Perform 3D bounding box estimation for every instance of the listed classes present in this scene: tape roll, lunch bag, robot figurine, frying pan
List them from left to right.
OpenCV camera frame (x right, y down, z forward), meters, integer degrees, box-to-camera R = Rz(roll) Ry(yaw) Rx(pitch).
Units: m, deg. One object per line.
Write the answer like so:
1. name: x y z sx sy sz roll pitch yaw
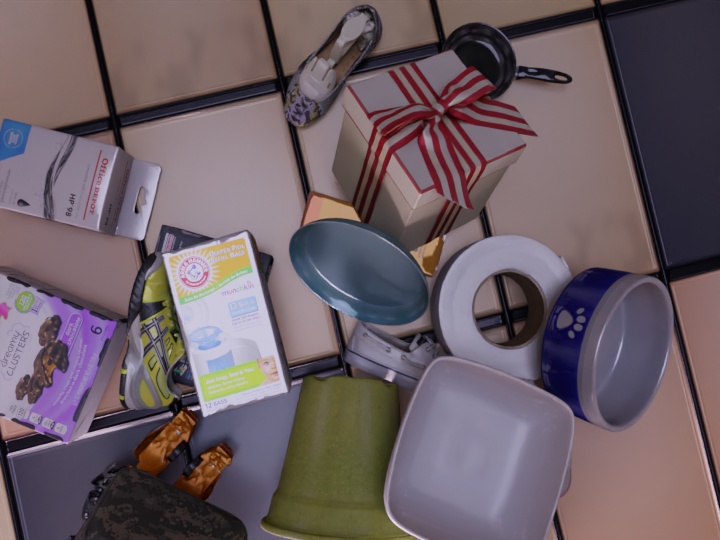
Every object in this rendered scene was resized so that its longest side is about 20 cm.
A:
1. lunch bag: -0.257 0.360 0.712 0.198 0.140 0.169 29 109 -11
2. robot figurine: -0.272 0.295 0.807 0.145 0.058 0.200 44 85 0
3. frying pan: 0.205 -0.308 0.873 0.186 0.031 0.117 -13 88 -7
4. tape roll: 0.199 0.053 0.838 0.198 0.071 0.207 0 87 -3

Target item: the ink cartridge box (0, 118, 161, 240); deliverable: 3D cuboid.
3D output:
1. ink cartridge box: -0.386 -0.120 0.814 0.196 0.067 0.118 13 86 -2

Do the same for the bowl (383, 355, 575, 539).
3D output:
1. bowl: 0.129 0.216 0.695 0.197 0.075 0.203 22 80 -6

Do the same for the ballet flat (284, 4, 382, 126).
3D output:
1. ballet flat: -0.041 -0.294 0.841 0.072 0.072 0.201 38 86 -1

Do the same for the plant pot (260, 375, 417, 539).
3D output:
1. plant pot: -0.020 0.235 0.771 0.196 0.201 0.188 5 76 -3

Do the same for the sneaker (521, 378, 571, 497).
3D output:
1. sneaker: 0.239 0.246 0.800 0.080 0.089 0.202 -28 117 3

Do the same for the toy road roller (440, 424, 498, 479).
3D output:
1. toy road roller: 0.121 0.289 0.799 0.145 0.123 0.201 -39 90 2

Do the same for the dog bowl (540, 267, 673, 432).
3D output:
1. dog bowl: 0.326 0.101 0.788 0.197 0.078 0.205 -10 106 -37

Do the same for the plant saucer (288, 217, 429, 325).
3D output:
1. plant saucer: 0.000 0.000 0.781 0.197 0.201 0.028 27 56 -1

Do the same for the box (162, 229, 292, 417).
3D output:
1. box: -0.163 0.063 0.755 0.110 0.101 0.204 -14 89 -5

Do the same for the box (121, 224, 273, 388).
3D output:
1. box: -0.220 0.056 0.826 0.156 0.046 0.204 15 87 -3

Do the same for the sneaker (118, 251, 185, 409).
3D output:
1. sneaker: -0.258 0.078 0.770 0.075 0.075 0.205 7 98 -9

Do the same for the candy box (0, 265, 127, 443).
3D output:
1. candy box: -0.435 0.108 0.799 0.197 0.072 0.171 22 87 -2

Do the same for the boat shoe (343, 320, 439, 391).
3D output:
1. boat shoe: 0.078 0.123 0.828 0.196 0.071 0.071 21 96 4

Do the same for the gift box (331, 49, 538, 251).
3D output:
1. gift box: 0.090 -0.139 0.744 0.183 0.188 0.201 -31 72 -23

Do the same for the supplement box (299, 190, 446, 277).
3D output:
1. supplement box: 0.015 -0.048 0.835 0.196 0.069 0.068 17 87 -1
